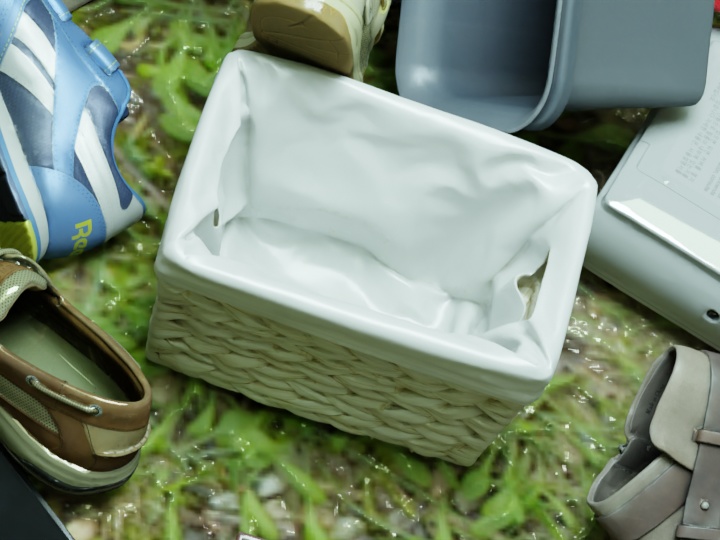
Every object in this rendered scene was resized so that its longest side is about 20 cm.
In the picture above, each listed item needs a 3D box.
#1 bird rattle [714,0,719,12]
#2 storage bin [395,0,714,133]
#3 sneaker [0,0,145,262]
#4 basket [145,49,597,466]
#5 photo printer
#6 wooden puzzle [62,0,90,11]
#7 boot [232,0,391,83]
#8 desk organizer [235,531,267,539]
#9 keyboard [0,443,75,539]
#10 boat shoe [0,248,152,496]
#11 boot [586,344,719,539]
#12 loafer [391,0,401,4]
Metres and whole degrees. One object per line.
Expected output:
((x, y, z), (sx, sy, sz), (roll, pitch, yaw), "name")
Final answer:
((0.239, -0.195, 1.494), (0.163, 0.113, 0.200), (27, 24, -41), "bird rattle")
((0.108, -0.170, 1.376), (0.134, 0.145, 0.201), (3, 95, -37), "storage bin")
((-0.166, -0.100, 1.348), (0.082, 0.074, 0.201), (-11, 84, -25), "sneaker")
((0.000, 0.000, 1.316), (0.199, 0.124, 0.136), (18, 57, -4), "basket")
((0.233, -0.022, 1.427), (0.200, 0.070, 0.167), (31, 55, 3), "photo printer")
((-0.214, -0.224, 1.436), (0.185, 0.046, 0.200), (-34, 74, -30), "wooden puzzle")
((-0.006, -0.171, 1.351), (0.073, 0.200, 0.156), (22, 80, 2), "boot")
((-0.056, 0.227, 1.191), (0.071, 0.077, 0.201), (19, 57, -4), "desk organizer")
((-0.221, 0.113, 1.248), (0.127, 0.021, 0.200), (-29, 70, -35), "keyboard")
((-0.177, 0.021, 1.275), (0.200, 0.074, 0.076), (38, 42, 6), "boat shoe")
((0.211, 0.080, 1.321), (0.146, 0.070, 0.200), (32, 86, -14), "boot")
((-0.042, -0.220, 1.447), (0.072, 0.063, 0.200), (-40, 61, -10), "loafer")
